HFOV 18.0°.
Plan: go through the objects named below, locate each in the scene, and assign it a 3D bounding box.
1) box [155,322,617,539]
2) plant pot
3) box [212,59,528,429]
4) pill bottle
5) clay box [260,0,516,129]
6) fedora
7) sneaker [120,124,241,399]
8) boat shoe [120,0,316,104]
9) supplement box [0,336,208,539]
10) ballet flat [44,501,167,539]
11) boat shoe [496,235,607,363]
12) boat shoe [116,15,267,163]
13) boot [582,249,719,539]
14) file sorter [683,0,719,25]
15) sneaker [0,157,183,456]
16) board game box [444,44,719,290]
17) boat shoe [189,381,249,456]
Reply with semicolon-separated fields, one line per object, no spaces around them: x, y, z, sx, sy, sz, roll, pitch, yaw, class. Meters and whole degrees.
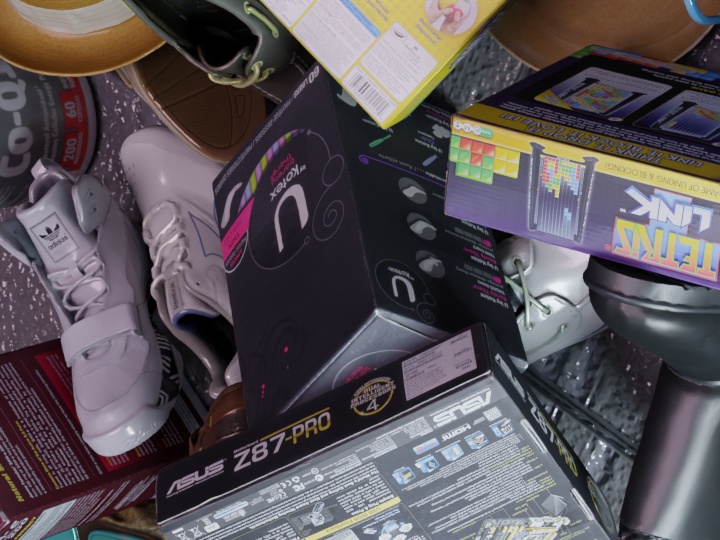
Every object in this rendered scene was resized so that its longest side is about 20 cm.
0.016;0.130;1.211;0.200;0.049;0.161;-27;125;14;box
0.131;-0.201;1.232;0.200;0.027;0.200;9;105;37;plant pot
0.000;0.000;1.267;0.122;0.106;0.200;-48;37;32;box
-0.277;-0.088;1.464;0.114;0.200;0.114;9;105;36;pill bottle
0.044;-0.187;1.226;0.115;0.048;0.200;47;113;4;clay box
-0.169;-0.219;1.373;0.200;0.082;0.201;-3;73;10;fedora
-0.095;-0.006;1.412;0.075;0.087;0.200;-44;71;36;sneaker
-0.079;-0.141;1.306;0.072;0.202;0.060;-5;61;30;boat shoe
-0.191;0.104;1.436;0.061;0.200;0.109;-46;71;35;supplement box
-0.169;0.175;1.522;0.200;0.071;0.071;11;106;40;ballet flat
0.094;0.020;1.280;0.200;0.067;0.074;-45;72;35;boat shoe
-0.124;-0.141;1.427;0.200;0.072;0.065;51;165;18;boat shoe
0.165;0.067;1.158;0.073;0.198;0.163;26;108;35;boot
0.259;-0.186;1.067;0.200;0.123;0.139;1;100;35;file sorter
-0.170;0.018;1.401;0.075;0.115;0.200;-28;38;18;sneaker
0.167;-0.050;1.128;0.200;0.165;0.057;17;116;27;board game box
-0.065;0.117;1.324;0.200;0.072;0.068;110;146;-70;boat shoe
